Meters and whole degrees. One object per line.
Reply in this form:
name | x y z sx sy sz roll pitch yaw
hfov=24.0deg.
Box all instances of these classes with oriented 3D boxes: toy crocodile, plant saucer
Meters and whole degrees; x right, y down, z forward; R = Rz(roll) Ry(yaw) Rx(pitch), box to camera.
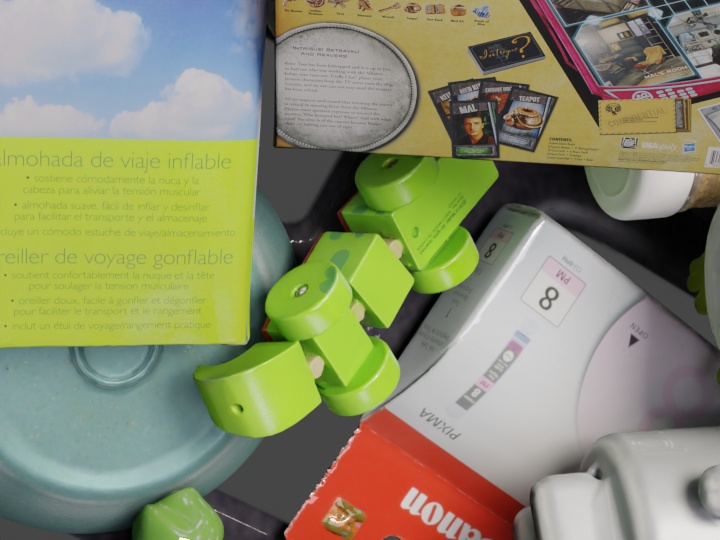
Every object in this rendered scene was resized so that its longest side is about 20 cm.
toy crocodile | 0.000 0.000 0.789 0.200 0.062 0.068 -54 129 -28
plant saucer | -0.115 0.031 0.779 0.199 0.036 0.201 -4 103 -19

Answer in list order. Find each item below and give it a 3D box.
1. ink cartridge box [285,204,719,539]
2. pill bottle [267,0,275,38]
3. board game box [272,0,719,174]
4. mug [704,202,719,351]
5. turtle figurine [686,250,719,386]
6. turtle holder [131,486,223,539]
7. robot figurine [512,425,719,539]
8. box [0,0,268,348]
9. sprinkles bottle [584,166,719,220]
ink cartridge box | 0.084 0.093 0.854 0.162 0.057 0.200 36 82 -24
pill bottle | 0.060 -0.156 0.712 0.200 0.120 0.120 -26 114 26
board game box | 0.066 -0.102 0.655 0.199 0.035 0.136 4 135 1
mug | 0.250 -0.024 0.754 0.175 0.148 0.201 -3 92 -15
turtle figurine | 0.249 0.024 0.865 0.161 0.064 0.201 -11 91 -35
turtle holder | -0.035 0.195 0.801 0.185 0.141 0.132 41 83 22
robot figurine | 0.176 0.130 0.803 0.199 0.170 0.113 -2 65 -10
box | -0.101 -0.066 0.690 0.122 0.048 0.201 -1 115 -13
sprinkles bottle | 0.210 -0.067 0.828 0.199 0.068 0.068 -6 103 -19
